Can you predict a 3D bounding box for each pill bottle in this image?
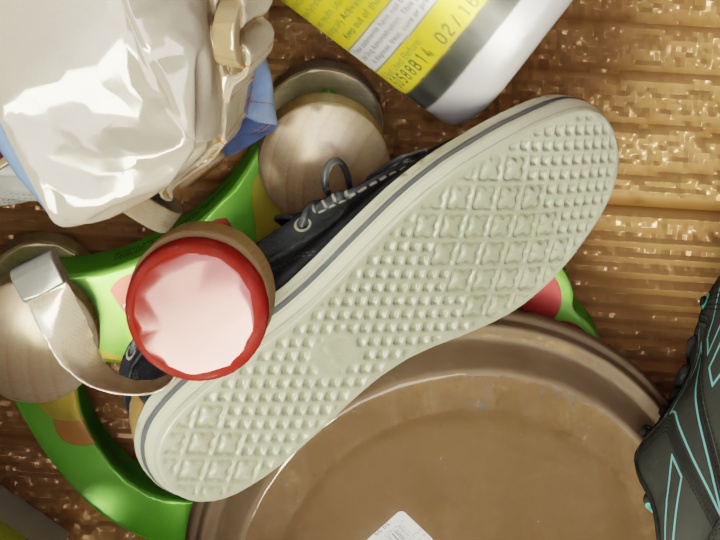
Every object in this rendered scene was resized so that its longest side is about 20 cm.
[{"bbox_3d":[-0.012,-0.151,0.922,0.200,0.111,0.112,36,99,-5],"label":"pill bottle"}]

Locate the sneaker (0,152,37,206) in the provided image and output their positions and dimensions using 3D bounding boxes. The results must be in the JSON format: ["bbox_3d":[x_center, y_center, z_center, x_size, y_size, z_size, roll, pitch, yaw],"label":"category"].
[{"bbox_3d":[-0.183,-0.041,0.965,0.199,0.082,0.088,-1,139,-4],"label":"sneaker"}]

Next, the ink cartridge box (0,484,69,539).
[{"bbox_3d":[-0.229,0.110,0.988,0.200,0.084,0.146,36,100,-6],"label":"ink cartridge box"}]

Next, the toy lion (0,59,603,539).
[{"bbox_3d":[-0.018,0.037,0.987,0.199,0.069,0.192,-30,106,7],"label":"toy lion"}]

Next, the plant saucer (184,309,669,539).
[{"bbox_3d":[0.035,0.110,0.980,0.199,0.030,0.201,-3,113,-6],"label":"plant saucer"}]

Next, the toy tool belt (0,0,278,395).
[{"bbox_3d":[-0.079,-0.068,0.880,0.124,0.123,0.201,-26,98,12],"label":"toy tool belt"}]

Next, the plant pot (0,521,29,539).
[{"bbox_3d":[-0.177,0.162,0.860,0.199,0.199,0.182,-32,94,8],"label":"plant pot"}]

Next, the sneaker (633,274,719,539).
[{"bbox_3d":[0.132,0.045,0.937,0.079,0.201,0.075,-20,137,33],"label":"sneaker"}]

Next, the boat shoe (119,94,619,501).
[{"bbox_3d":[0.000,0.000,0.912,0.200,0.062,0.075,-36,130,-7],"label":"boat shoe"}]
